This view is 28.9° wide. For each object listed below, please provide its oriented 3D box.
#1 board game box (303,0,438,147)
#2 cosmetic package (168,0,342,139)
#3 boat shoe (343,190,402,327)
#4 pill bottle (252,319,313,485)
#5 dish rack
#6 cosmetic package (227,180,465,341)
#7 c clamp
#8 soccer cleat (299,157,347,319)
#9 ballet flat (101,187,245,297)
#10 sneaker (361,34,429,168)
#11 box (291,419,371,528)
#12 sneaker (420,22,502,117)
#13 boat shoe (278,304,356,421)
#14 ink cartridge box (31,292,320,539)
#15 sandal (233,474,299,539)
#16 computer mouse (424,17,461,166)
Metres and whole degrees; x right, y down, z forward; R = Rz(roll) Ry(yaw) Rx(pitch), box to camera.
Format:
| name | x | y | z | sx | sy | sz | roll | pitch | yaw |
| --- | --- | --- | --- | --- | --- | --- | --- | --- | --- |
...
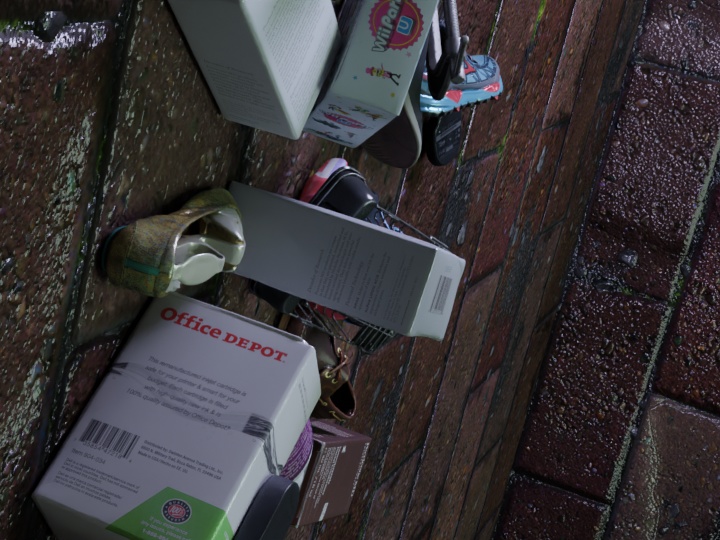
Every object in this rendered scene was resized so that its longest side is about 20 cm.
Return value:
| name | x | y | z | sx | sy | sz | roll | pitch | yaw |
| --- | --- | --- | --- | --- | --- | --- | --- | --- | --- |
| board game box | 0.010 | -0.196 | 1.227 | 0.200 | 0.064 | 0.148 | 162 | -52 | -81 |
| cosmetic package | -0.078 | -0.195 | 1.058 | 0.200 | 0.071 | 0.102 | 71 | 39 | -65 |
| boat shoe | 0.016 | -0.014 | 1.561 | 0.200 | 0.068 | 0.084 | 86 | 27 | -52 |
| pill bottle | -0.102 | 0.140 | 1.269 | 0.200 | 0.112 | 0.112 | 83 | 30 | -55 |
| dish rack | 0.000 | 0.000 | 1.366 | 0.154 | 0.055 | 0.200 | -50 | 144 | 8 |
| cosmetic package | -0.021 | -0.008 | 1.218 | 0.113 | 0.199 | 0.081 | 17 | 91 | -71 |
| c clamp | 0.088 | -0.265 | 1.425 | 0.171 | 0.027 | 0.201 | 104 | -17 | -62 |
| soccer cleat | -0.026 | -0.026 | 1.428 | 0.200 | 0.067 | 0.077 | 83 | 26 | -50 |
| ballet flat | -0.128 | -0.019 | 1.095 | 0.200 | 0.071 | 0.071 | -29 | 135 | -67 |
| sneaker | 0.044 | -0.197 | 1.445 | 0.200 | 0.075 | 0.106 | 80 | 32 | -56 |
| box | -0.057 | 0.227 | 1.578 | 0.200 | 0.075 | 0.100 | 16 | 92 | -75 |
| sneaker | 0.106 | -0.234 | 1.580 | 0.200 | 0.079 | 0.096 | -30 | 123 | -56 |
| boat shoe | -0.042 | 0.101 | 1.498 | 0.071 | 0.070 | 0.200 | -63 | 160 | -23 |
| ink cartridge box | -0.137 | 0.133 | 1.088 | 0.084 | 0.145 | 0.200 | 84 | 30 | -55 |
| sandal | -0.088 | 0.248 | 1.038 | 0.076 | 0.043 | 0.201 | 75 | 38 | -64 |
| computer mouse | 0.096 | -0.215 | 1.687 | 0.059 | 0.034 | 0.200 | -33 | 137 | -39 |
